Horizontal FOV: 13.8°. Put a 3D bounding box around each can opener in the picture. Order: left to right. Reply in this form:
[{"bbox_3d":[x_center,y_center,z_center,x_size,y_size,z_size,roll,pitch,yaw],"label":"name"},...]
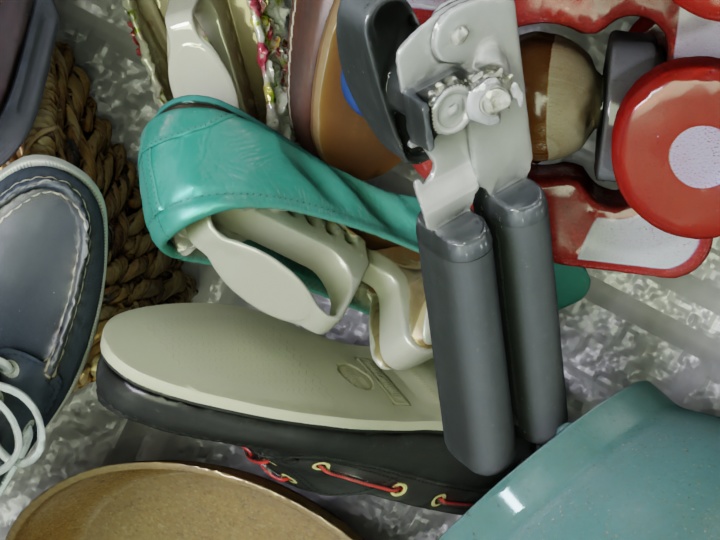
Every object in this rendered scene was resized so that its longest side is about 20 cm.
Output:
[{"bbox_3d":[0.039,-0.018,1.085,0.052,0.066,0.201,-28,126,-24],"label":"can opener"}]

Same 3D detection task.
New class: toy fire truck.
[{"bbox_3d":[0.080,-0.101,1.101,0.167,0.112,0.201,8,111,4],"label":"toy fire truck"}]

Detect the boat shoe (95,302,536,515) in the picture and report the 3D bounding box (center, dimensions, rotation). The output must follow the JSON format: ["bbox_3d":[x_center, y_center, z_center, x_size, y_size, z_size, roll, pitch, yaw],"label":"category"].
[{"bbox_3d":[-0.017,0.058,1.148,0.200,0.074,0.063,9,121,-36],"label":"boat shoe"}]

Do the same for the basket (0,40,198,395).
[{"bbox_3d":[-0.190,0.002,1.181,0.199,0.143,0.150,-26,97,16],"label":"basket"}]

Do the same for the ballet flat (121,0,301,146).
[{"bbox_3d":[-0.066,-0.116,1.169,0.075,0.064,0.201,-20,97,16],"label":"ballet flat"}]

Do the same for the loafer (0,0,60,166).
[{"bbox_3d":[-0.146,-0.134,1.123,0.063,0.201,0.072,27,144,-36],"label":"loafer"}]

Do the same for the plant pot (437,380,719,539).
[{"bbox_3d":[0.105,0.128,1.130,0.200,0.200,0.134,-42,78,17],"label":"plant pot"}]

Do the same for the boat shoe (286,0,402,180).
[{"bbox_3d":[0.011,-0.138,1.151,0.070,0.070,0.201,30,108,46],"label":"boat shoe"}]

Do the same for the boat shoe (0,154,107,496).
[{"bbox_3d":[-0.152,0.052,1.082,0.075,0.062,0.201,32,93,-5],"label":"boat shoe"}]

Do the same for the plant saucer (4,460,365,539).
[{"bbox_3d":[-0.052,0.148,1.213,0.199,0.036,0.201,12,129,15],"label":"plant saucer"}]

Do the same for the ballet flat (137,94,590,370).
[{"bbox_3d":[0.000,0.000,1.138,0.199,0.071,0.067,22,147,-26],"label":"ballet flat"}]
